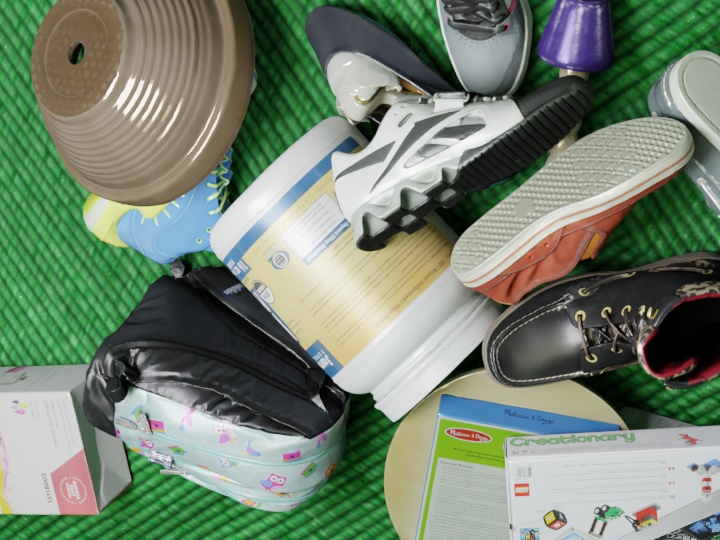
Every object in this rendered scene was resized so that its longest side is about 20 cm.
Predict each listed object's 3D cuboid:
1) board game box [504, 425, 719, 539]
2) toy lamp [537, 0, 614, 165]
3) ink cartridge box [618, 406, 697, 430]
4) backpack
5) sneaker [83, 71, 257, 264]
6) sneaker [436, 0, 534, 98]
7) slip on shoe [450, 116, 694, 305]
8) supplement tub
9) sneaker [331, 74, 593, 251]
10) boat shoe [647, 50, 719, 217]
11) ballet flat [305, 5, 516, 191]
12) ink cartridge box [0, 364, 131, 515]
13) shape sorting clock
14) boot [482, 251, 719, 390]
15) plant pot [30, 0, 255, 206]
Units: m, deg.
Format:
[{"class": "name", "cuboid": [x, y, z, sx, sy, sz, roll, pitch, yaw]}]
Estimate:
[{"class": "board game box", "cuboid": [0.209, 0.180, 1.545, 0.199, 0.035, 0.127, -3, 116, 4]}, {"class": "toy lamp", "cuboid": [0.148, -0.105, 1.519, 0.058, 0.058, 0.201, 15, 115, 18]}, {"class": "ink cartridge box", "cuboid": [0.265, 0.221, 1.605, 0.175, 0.045, 0.201, 14, 115, 20]}, {"class": "backpack", "cuboid": [-0.103, 0.100, 1.670, 0.199, 0.167, 0.127, 22, 137, 11]}, {"class": "sneaker", "cuboid": [-0.126, -0.081, 1.655, 0.105, 0.076, 0.200, 38, 120, -19]}, {"class": "sneaker", "cuboid": [0.072, -0.204, 1.475, 0.083, 0.121, 0.201, 1, 112, 24]}, {"class": "slip on shoe", "cuboid": [0.156, -0.042, 1.484, 0.200, 0.074, 0.061, -36, 124, 24]}, {"class": "supplement tub", "cuboid": [0.000, 0.000, 1.576, 0.200, 0.145, 0.145, 47, 121, 1]}, {"class": "sneaker", "cuboid": [0.065, -0.100, 1.476, 0.199, 0.074, 0.089, -28, 69, 9]}, {"class": "boat shoe", "cuboid": [0.276, -0.065, 1.484, 0.200, 0.073, 0.062, 52, 152, -6]}, {"class": "ballet flat", "cuboid": [0.030, -0.124, 1.553, 0.200, 0.073, 0.073, 36, 120, 7]}, {"class": "ink cartridge box", "cuboid": [-0.310, 0.148, 1.818, 0.199, 0.067, 0.117, -3, 109, 25]}, {"class": "shape sorting clock", "cuboid": [0.117, 0.162, 1.587, 0.199, 0.039, 0.201, 3, 117, 6]}, {"class": "boot", "cuboid": [0.189, 0.044, 1.467, 0.199, 0.151, 0.074, -14, 100, -3]}, {"class": "plant pot", "cuboid": [-0.183, -0.153, 1.577, 0.200, 0.092, 0.202, -8, 78, 38]}]
